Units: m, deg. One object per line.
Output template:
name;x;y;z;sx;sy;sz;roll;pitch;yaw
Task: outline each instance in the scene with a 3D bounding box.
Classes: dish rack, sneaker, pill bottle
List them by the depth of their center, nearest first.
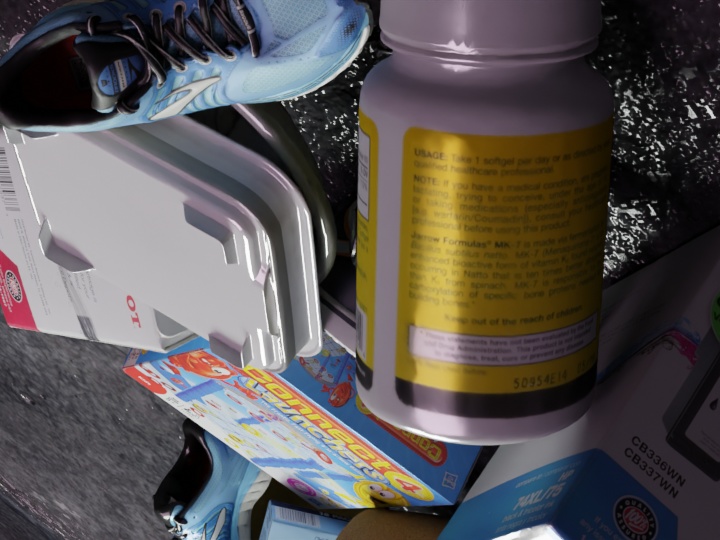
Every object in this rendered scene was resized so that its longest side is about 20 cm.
pill bottle;0.055;-0.035;0.734;0.114;0.114;0.202;17;115;37
sneaker;-0.085;-0.096;0.745;0.198;0.090;0.079;-15;104;27
dish rack;-0.113;-0.026;0.882;0.199;0.044;0.172;28;149;21
sneaker;0.000;0.000;0.991;0.078;0.080;0.200;37;180;-16
sneaker;-0.136;0.198;1.308;0.089;0.202;0.078;7;-169;-44

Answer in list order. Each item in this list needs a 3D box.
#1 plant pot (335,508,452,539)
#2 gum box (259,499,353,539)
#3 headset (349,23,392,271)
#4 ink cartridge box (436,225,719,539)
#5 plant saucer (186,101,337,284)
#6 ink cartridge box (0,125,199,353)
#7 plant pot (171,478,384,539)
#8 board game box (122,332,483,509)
plant pot;0.073;0.248;1.148;0.199;0.187;0.187;24;150;27
gum box;-0.013;0.294;1.271;0.168;0.202;0.045;14;-168;-8
headset;0.048;-0.030;0.821;0.094;0.123;0.202;-154;41;-82
ink cartridge box;0.158;0.105;0.803;0.146;0.200;0.146;41;152;-5
plant saucer;-0.088;-0.071;0.893;0.199;0.050;0.201;27;150;17
ink cartridge box;-0.169;-0.036;1.075;0.199;0.083;0.147;5;113;48
plant pot;-0.069;0.309;1.409;0.194;0.200;0.195;12;144;40
board game box;-0.044;0.093;1.165;0.199;0.056;0.195;38;156;-19
